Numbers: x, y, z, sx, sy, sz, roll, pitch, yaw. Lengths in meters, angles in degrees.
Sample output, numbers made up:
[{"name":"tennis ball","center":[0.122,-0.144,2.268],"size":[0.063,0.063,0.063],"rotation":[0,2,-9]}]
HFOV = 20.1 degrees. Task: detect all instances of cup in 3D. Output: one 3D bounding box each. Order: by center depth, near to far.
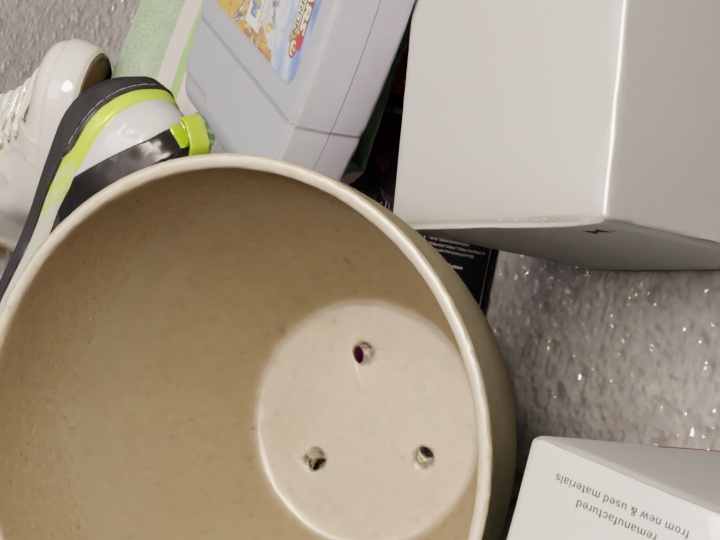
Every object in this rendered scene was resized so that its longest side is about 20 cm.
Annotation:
[{"name":"cup","center":[-0.022,0.061,0.759],"size":[0.198,0.143,0.202],"rotation":[0,90,22]}]

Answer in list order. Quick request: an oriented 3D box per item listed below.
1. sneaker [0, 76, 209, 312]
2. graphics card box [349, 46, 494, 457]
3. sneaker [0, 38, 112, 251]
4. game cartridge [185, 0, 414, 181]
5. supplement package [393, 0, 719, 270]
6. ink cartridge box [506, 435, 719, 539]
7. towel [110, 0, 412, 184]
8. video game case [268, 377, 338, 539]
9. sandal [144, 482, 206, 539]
[{"name":"sneaker","center":[-0.112,0.009,0.908],"size":[0.083,0.071,0.201],"rotation":[43,132,30]},{"name":"graphics card box","center":[0.000,0.000,0.902],"size":[0.125,0.051,0.202],"rotation":[14,94,50]},{"name":"sneaker","center":[-0.179,-0.061,1.036],"size":[0.200,0.084,0.073],"rotation":[121,170,-61]},{"name":"game cartridge","center":[-0.016,-0.132,0.803],"size":[0.133,0.041,0.202],"rotation":[-124,48,-60]},{"name":"supplement package","center":[0.098,-0.106,0.756],"size":[0.117,0.116,0.202],"rotation":[0,82,49]},{"name":"ink cartridge box","center":[0.103,0.165,0.671],"size":[0.083,0.145,0.202],"rotation":[20,98,43]},{"name":"towel","center":[-0.050,-0.101,0.925],"size":[0.199,0.023,0.154],"rotation":[3,71,48]},{"name":"video game case","center":[-0.083,0.149,0.894],"size":[0.199,0.022,0.184],"rotation":[-10,85,34]},{"name":"sandal","center":[-0.081,0.185,0.836],"size":[0.075,0.048,0.202],"rotation":[-8,101,41]}]
